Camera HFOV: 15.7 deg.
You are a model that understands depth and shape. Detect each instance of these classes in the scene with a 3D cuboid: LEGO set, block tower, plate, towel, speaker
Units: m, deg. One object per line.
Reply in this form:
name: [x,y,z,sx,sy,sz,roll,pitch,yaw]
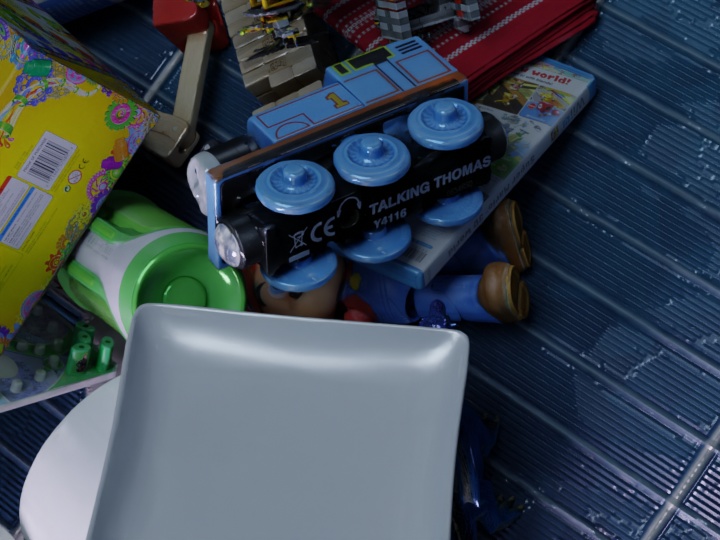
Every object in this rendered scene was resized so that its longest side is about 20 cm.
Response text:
LEGO set: [-0.020,-0.183,1.643,0.199,0.117,0.153,-22,19,-31]
block tower: [-0.041,-0.113,1.727,0.058,0.054,0.201,-24,61,16]
plate: [-0.044,0.109,1.472,0.198,0.032,0.201,5,48,2]
towel: [0.042,-0.188,1.706,0.144,0.023,0.200,-33,54,-22]
speaker: [-0.134,0.002,1.636,0.089,0.088,0.200,-54,22,-4]

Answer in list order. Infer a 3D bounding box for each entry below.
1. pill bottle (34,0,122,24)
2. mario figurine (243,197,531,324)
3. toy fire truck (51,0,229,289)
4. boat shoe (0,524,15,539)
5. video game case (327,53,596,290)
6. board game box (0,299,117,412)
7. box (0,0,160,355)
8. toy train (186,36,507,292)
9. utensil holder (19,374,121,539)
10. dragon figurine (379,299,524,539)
pill bottle: [-0.214,-0.229,1.828,0.199,0.112,0.113,-17,62,17]
mario figurine: [0.000,0.000,1.620,0.199,0.123,0.107,-9,103,15]
toy fire truck: [-0.158,-0.095,1.779,0.140,0.049,0.201,-15,62,20]
boat shoe: [-0.249,0.175,1.586,0.072,0.201,0.070,-46,18,-10]
video game case: [0.036,-0.080,1.640,0.143,0.018,0.200,23,54,28]
board game box: [-0.291,0.029,1.716,0.200,0.199,0.026,37,126,33]
box: [-0.265,-0.079,1.647,0.193,0.122,0.201,40,100,42]
toy train: [-0.011,-0.062,1.552,0.199,0.087,0.114,-24,44,-24]
utensil holder: [-0.085,0.172,1.558,0.170,0.170,0.200,-47,55,0]
dragon figurine: [0.051,0.121,1.551,0.059,0.099,0.201,-15,67,20]
